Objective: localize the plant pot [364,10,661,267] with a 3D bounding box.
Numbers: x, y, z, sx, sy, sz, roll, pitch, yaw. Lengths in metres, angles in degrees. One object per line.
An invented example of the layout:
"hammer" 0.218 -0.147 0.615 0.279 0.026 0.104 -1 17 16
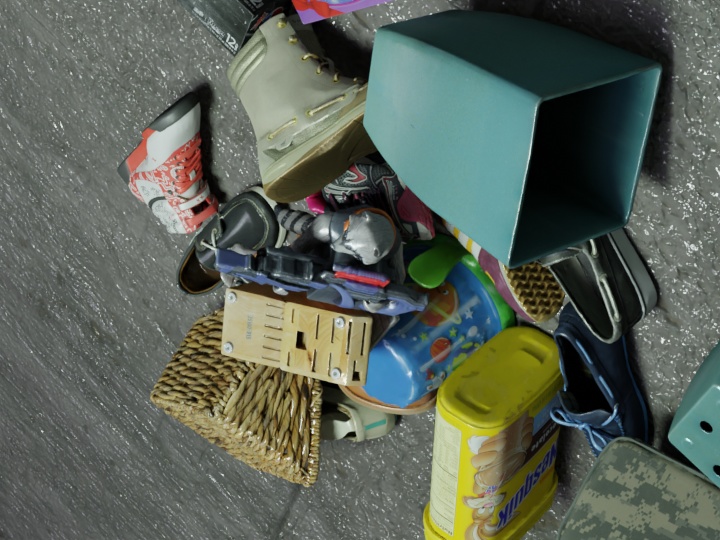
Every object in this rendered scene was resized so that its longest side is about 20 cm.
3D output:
"plant pot" 0.105 -0.123 1.443 0.200 0.141 0.142 34 129 38

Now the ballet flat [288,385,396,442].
"ballet flat" -0.044 0.159 2.005 0.200 0.069 0.070 -3 120 52

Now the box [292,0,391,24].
"box" -0.010 -0.289 1.538 0.200 0.039 0.137 -4 118 52

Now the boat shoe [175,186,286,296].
"boat shoe" -0.138 -0.025 1.936 0.072 0.068 0.200 52 146 0

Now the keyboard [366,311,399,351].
"keyboard" 0.000 0.000 1.696 0.011 0.200 0.056 30 117 -30

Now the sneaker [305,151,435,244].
"sneaker" 0.010 -0.060 1.646 0.200 0.075 0.081 -160 52 -71

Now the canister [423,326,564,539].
"canister" 0.128 0.166 1.728 0.086 0.148 0.200 31 141 28

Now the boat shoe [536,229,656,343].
"boat shoe" 0.176 -0.032 1.546 0.200 0.064 0.071 55 147 -6

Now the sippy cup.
"sippy cup" 0.054 0.055 1.722 0.139 0.130 0.178 9 130 47

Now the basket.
"basket" -0.109 0.129 1.995 0.149 0.143 0.200 37 166 -23

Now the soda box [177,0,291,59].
"soda box" -0.154 -0.294 1.686 0.200 0.063 0.071 44 146 9

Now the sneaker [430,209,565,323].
"sneaker" 0.113 -0.045 1.614 0.090 0.075 0.200 -9 110 63

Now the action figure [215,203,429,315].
"action figure" -0.045 -0.022 1.576 0.200 0.105 0.193 15 166 -32

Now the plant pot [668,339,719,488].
"plant pot" 0.329 0.078 1.343 0.141 0.200 0.141 43 147 11

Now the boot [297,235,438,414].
"boot" 0.000 0.046 1.836 0.200 0.074 0.155 30 139 24

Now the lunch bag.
"lunch bag" 0.297 0.256 1.622 0.200 0.140 0.168 25 175 35

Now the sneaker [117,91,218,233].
"sneaker" -0.181 -0.106 1.908 0.108 0.067 0.201 50 151 -1

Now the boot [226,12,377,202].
"boot" -0.024 -0.172 1.629 0.200 0.072 0.155 -33 60 22

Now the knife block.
"knife block" -0.041 0.044 1.699 0.200 0.175 0.064 12 103 30

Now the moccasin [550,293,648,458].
"moccasin" 0.203 0.108 1.648 0.080 0.068 0.200 13 135 43
